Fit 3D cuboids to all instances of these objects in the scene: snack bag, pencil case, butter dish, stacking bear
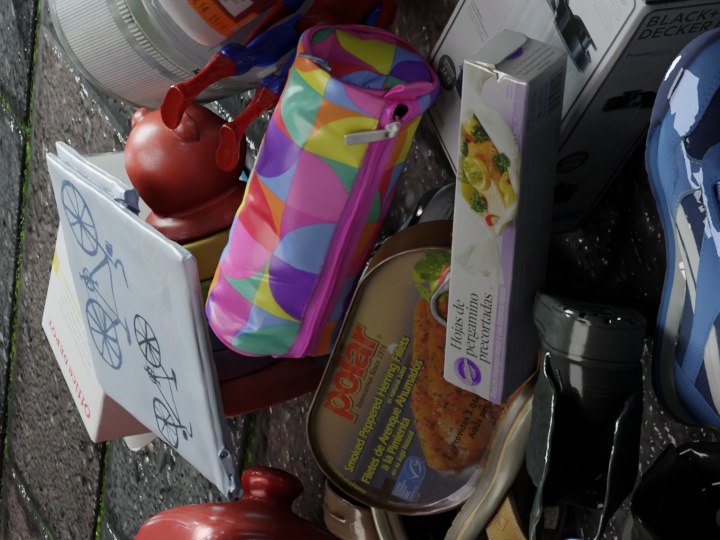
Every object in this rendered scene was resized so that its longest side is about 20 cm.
[{"bbox_3d":[-0.138,0.030,1.309,0.200,0.021,0.189,33,138,50],"label":"snack bag"},{"bbox_3d":[-0.023,-0.042,1.133,0.088,0.088,0.200,54,134,41],"label":"pencil case"},{"bbox_3d":[-0.075,0.208,1.390,0.199,0.200,0.148,-6,68,63],"label":"butter dish"},{"bbox_3d":[-0.094,-0.016,1.340,0.121,0.114,0.200,16,129,60],"label":"stacking bear"}]

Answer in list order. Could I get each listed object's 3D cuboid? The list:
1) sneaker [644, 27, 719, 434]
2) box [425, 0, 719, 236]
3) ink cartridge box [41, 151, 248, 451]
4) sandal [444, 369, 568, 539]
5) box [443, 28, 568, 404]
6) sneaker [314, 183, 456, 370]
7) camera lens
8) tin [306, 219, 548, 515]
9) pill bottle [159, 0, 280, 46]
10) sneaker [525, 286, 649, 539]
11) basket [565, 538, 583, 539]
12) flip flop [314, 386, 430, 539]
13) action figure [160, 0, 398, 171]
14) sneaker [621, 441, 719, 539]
[{"bbox_3d":[0.180,-0.012,0.924,0.082,0.074,0.201,31,132,57],"label":"sneaker"},{"bbox_3d":[0.106,-0.117,1.045,0.117,0.060,0.200,66,149,28],"label":"box"},{"bbox_3d":[-0.151,0.024,1.503,0.129,0.125,0.200,62,148,36],"label":"ink cartridge box"},{"bbox_3d":[0.093,0.131,1.142,0.054,0.080,0.200,32,125,15],"label":"sandal"},{"bbox_3d":[0.072,-0.024,1.032,0.039,0.041,0.200,24,132,28],"label":"box"},{"bbox_3d":[0.000,0.000,1.224,0.114,0.075,0.200,38,141,14],"label":"sneaker"},{"bbox_3d":[-0.102,-0.191,1.313,0.200,0.160,0.160,-7,91,63],"label":"camera lens"},{"bbox_3d":[0.038,0.057,1.153,0.042,0.112,0.200,-75,6,-52],"label":"tin"},{"bbox_3d":[-0.037,-0.225,1.126,0.114,0.200,0.114,54,-171,-13],"label":"pill bottle"},{"bbox_3d":[0.108,0.067,0.990,0.200,0.060,0.105,-31,-52,-84],"label":"sneaker"},{"bbox_3d":[0.174,0.206,0.897,0.200,0.139,0.176,55,157,-16],"label":"basket"},{"bbox_3d":[0.009,0.161,1.282,0.200,0.057,0.081,67,-167,17],"label":"flip flop"},{"bbox_3d":[-0.036,-0.131,1.189,0.065,0.200,0.052,34,141,14],"label":"action figure"},{"bbox_3d":[0.159,0.112,0.955,0.200,0.090,0.067,151,126,-67],"label":"sneaker"}]
